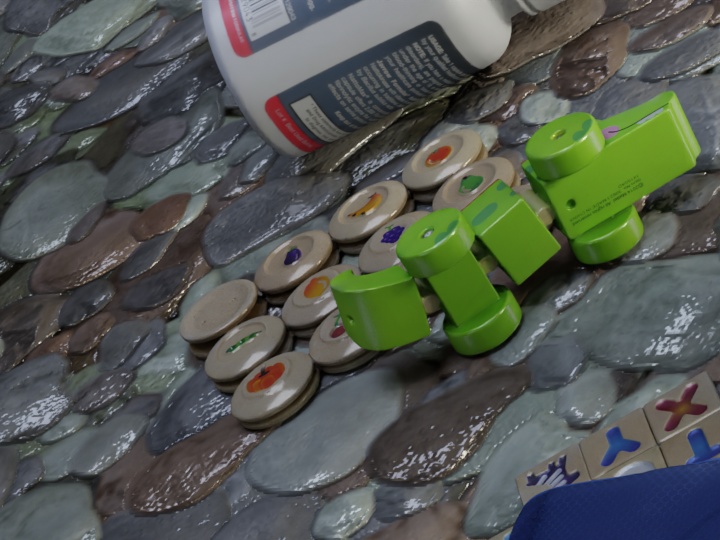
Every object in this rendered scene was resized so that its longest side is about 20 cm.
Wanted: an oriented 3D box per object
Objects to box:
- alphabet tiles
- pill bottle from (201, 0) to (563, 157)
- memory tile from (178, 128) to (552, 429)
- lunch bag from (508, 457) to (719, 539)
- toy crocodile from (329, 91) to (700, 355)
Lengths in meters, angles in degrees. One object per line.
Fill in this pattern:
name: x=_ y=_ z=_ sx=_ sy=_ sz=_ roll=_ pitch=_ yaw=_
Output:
alphabet tiles: x=0.124 y=0.116 z=1.131 sx=0.166 sy=0.006 sz=0.200 roll=-29 pitch=27 yaw=8
pill bottle: x=0.020 y=-0.158 z=1.571 sx=0.199 sy=0.120 sz=0.120 roll=-24 pitch=28 yaw=17
memory tile: x=0.000 y=0.000 z=1.448 sx=0.199 sy=0.017 sz=0.153 roll=-36 pitch=27 yaw=-2
lunch bag: x=0.121 y=0.154 z=0.927 sx=0.199 sy=0.136 sz=0.133 roll=-16 pitch=31 yaw=32
toy crocodile: x=0.077 y=-0.023 z=1.343 sx=0.199 sy=0.068 sz=0.062 roll=-35 pitch=26 yaw=-2
